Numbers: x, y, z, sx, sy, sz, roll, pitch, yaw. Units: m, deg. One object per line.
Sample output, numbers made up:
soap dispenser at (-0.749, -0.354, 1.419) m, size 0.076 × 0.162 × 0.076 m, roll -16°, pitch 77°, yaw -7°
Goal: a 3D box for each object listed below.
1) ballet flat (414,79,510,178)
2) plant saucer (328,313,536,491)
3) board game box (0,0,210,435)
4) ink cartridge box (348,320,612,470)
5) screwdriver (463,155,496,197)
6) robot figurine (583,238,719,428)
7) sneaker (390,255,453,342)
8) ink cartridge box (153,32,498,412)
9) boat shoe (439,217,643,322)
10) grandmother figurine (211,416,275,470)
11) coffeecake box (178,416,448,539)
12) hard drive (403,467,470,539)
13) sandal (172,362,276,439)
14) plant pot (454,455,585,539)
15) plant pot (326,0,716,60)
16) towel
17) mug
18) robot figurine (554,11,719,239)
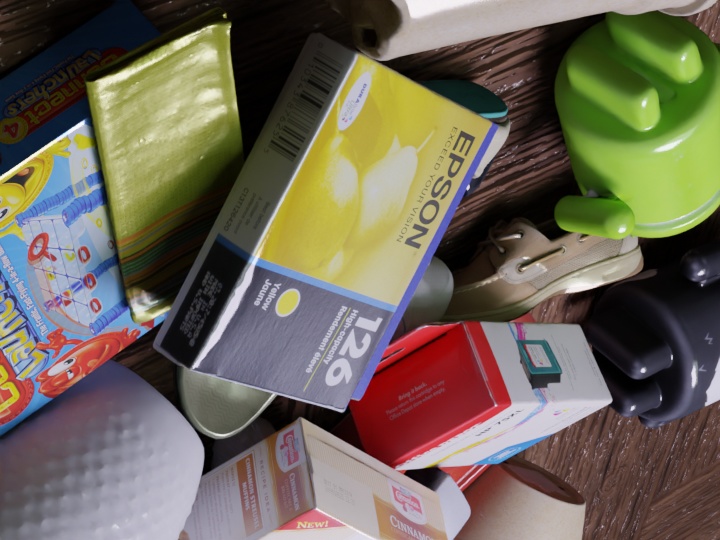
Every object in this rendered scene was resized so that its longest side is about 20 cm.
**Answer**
ballet flat at (0.023, -0.089, 1.218) m, size 0.200 × 0.069 × 0.070 m, roll 7°, pitch 124°, yaw -52°
plant saucer at (0.076, 0.117, 1.566) m, size 0.200 × 0.037 × 0.200 m, roll -43°, pitch 150°, yaw -2°
board game box at (-0.170, -0.021, 1.085) m, size 0.196 × 0.056 × 0.200 m, roll -36°, pitch 149°, yaw -12°
ink cartridge box at (0.073, 0.089, 1.384) m, size 0.116 × 0.067 × 0.200 m, roll -33°, pitch 159°, yaw 32°
screwdriver at (0.046, -0.021, 1.292) m, size 0.029 × 0.028 × 0.200 m, roll 36°, pitch 67°, yaw -20°
robot figurine at (0.274, 0.052, 1.625) m, size 0.200 × 0.125 × 0.150 m, roll -21°, pitch 175°, yaw -33°
sneaker at (0.000, 0.000, 1.299) m, size 0.200 × 0.070 × 0.080 m, roll -2°, pitch 128°, yaw -48°
ink cartridge box at (-0.003, -0.017, 1.138) m, size 0.200 × 0.047 × 0.198 m, roll 19°, pitch 100°, yaw -50°
boat shoe at (0.113, -0.008, 1.435) m, size 0.200 × 0.071 × 0.065 m, roll -18°, pitch 107°, yaw -24°
grandmother figurine at (-0.112, 0.189, 1.420) m, size 0.121 × 0.061 × 0.200 m, roll -23°, pitch 144°, yaw -58°
coffeecake box at (-0.063, 0.197, 1.318) m, size 0.200 × 0.073 × 0.153 m, roll -32°, pitch 138°, yaw 24°
hard drive at (0.000, 0.228, 1.449) m, size 0.200 × 0.042 × 0.135 m, roll -48°, pitch -173°, yaw -5°
sandal at (-0.040, 0.021, 1.206) m, size 0.080 × 0.057 × 0.201 m, roll 40°, pitch 96°, yaw -26°
plant pot at (0.105, 0.262, 1.667) m, size 0.187 × 0.187 × 0.200 m, roll 13°, pitch 105°, yaw -55°
plant pot at (0.068, -0.202, 1.035) m, size 0.183 × 0.201 × 0.201 m, roll -21°, pitch 145°, yaw -13°
towel at (-0.098, -0.050, 1.061) m, size 0.086 × 0.018 × 0.200 m, roll -32°, pitch 148°, yaw -21°
mug at (-0.191, 0.150, 1.206) m, size 0.175 × 0.148 × 0.200 m, roll -48°, pitch -176°, yaw -19°
robot figurine at (0.199, -0.100, 1.359) m, size 0.176 × 0.116 × 0.200 m, roll -49°, pitch 152°, yaw -14°
